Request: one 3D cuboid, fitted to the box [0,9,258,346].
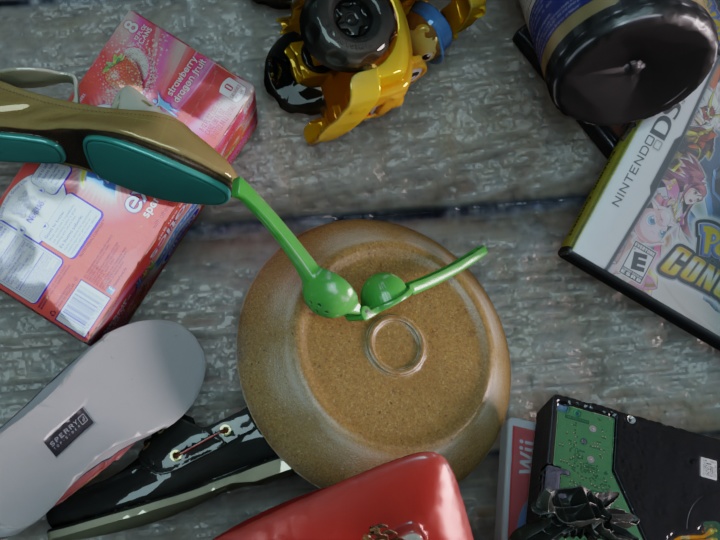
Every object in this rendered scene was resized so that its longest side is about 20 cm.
[{"bbox_3d":[-0.163,-0.056,0.814,0.103,0.095,0.200,31,82,1],"label":"box"}]

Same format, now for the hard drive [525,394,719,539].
[{"bbox_3d":[0.205,0.172,0.784,0.200,0.038,0.140,16,57,-8],"label":"hard drive"}]

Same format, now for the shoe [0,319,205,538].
[{"bbox_3d":[-0.188,0.102,0.765,0.072,0.091,0.200,56,44,-7],"label":"shoe"}]

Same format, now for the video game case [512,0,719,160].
[{"bbox_3d":[0.243,-0.148,0.885,0.181,0.026,0.200,-38,87,-7],"label":"video game case"}]

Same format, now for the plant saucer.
[{"bbox_3d":[0.018,0.054,0.807,0.200,0.035,0.201,7,69,-19],"label":"plant saucer"}]

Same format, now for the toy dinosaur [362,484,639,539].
[{"bbox_3d":[0.091,0.195,0.672,0.136,0.200,0.102,-46,44,28],"label":"toy dinosaur"}]

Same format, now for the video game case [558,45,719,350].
[{"bbox_3d":[0.266,-0.040,0.841,0.200,0.026,0.181,30,84,-5],"label":"video game case"}]

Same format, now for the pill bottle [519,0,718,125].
[{"bbox_3d":[0.157,-0.207,0.812,0.112,0.112,0.200,-8,59,-4],"label":"pill bottle"}]

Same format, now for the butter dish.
[{"bbox_3d":[-0.033,0.215,0.749,0.200,0.148,0.200,-22,106,-19],"label":"butter dish"}]

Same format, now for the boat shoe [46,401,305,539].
[{"bbox_3d":[-0.114,0.128,0.807,0.201,0.074,0.063,-19,79,-9],"label":"boat shoe"}]

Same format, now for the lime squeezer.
[{"bbox_3d":[0.000,0.000,0.773,0.200,0.038,0.071,13,61,-34],"label":"lime squeezer"}]

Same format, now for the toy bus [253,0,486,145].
[{"bbox_3d":[0.021,-0.205,0.839,0.192,0.136,0.200,-13,85,-21],"label":"toy bus"}]

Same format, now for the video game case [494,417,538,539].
[{"bbox_3d":[0.186,0.185,0.804,0.200,0.017,0.143,13,57,-9],"label":"video game case"}]

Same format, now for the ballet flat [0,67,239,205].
[{"bbox_3d":[-0.167,-0.091,0.739,0.200,0.069,0.063,11,68,-2],"label":"ballet flat"}]
